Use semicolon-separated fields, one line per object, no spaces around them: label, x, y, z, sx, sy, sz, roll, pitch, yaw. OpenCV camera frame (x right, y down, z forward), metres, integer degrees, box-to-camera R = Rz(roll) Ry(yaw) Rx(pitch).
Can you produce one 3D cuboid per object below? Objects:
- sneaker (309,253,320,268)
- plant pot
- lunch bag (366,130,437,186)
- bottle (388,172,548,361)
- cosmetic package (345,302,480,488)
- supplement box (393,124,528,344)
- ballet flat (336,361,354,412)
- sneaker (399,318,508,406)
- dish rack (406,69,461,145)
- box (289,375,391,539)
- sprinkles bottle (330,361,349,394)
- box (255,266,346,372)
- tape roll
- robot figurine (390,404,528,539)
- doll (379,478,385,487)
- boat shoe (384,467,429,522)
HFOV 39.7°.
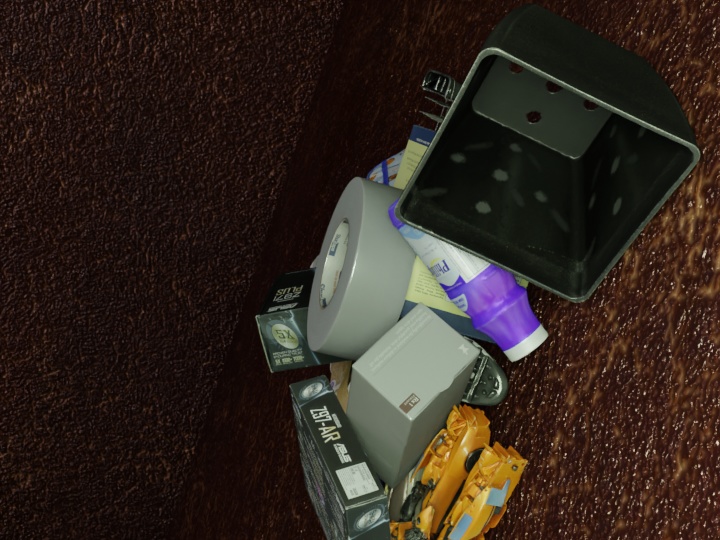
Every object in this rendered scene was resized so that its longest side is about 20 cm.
sneaker;-0.040;0.015;1.862;0.092;0.076;0.200;-59;26;25
plant pot;0.171;-0.129;0.919;0.178;0.199;0.200;-71;7;-46
lunch bag;0.078;-0.115;1.334;0.160;0.076;0.200;-26;18;11
bottle;0.110;-0.001;0.998;0.065;0.200;0.084;-37;1;-13
cosmetic package;0.047;0.133;1.028;0.107;0.090;0.200;-40;-23;-26
supplement box;0.111;-0.046;1.151;0.200;0.134;0.200;-130;57;-74
ballet flat;0.005;0.144;1.338;0.200;0.068;0.063;-88;9;-60
sneaker;0.109;0.106;1.133;0.200;0.090;0.067;22;89;51
dish rack;0.109;-0.197;1.516;0.153;0.054;0.201;-118;46;-73
box;-0.020;0.232;1.043;0.200;0.043;0.161;-124;23;-55
sprinkles bottle;-0.013;0.179;1.402;0.200;0.068;0.068;-86;18;-61
box;-0.025;0.054;1.361;0.164;0.199;0.086;-72;-29;-69
tape roll;0.000;0.000;1.116;0.200;0.066;0.201;-166;90;-78
robot figurine;0.084;0.245;1.014;0.200;0.058;0.145;-62;30;12
doll;0.021;0.284;1.200;0.048;0.136;0.201;15;81;37
boat shoe;0.057;0.240;1.143;0.059;0.072;0.201;-7;66;37
